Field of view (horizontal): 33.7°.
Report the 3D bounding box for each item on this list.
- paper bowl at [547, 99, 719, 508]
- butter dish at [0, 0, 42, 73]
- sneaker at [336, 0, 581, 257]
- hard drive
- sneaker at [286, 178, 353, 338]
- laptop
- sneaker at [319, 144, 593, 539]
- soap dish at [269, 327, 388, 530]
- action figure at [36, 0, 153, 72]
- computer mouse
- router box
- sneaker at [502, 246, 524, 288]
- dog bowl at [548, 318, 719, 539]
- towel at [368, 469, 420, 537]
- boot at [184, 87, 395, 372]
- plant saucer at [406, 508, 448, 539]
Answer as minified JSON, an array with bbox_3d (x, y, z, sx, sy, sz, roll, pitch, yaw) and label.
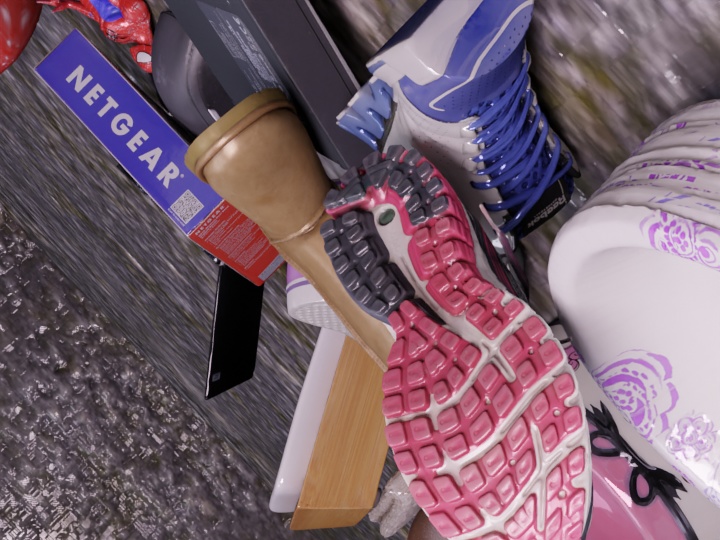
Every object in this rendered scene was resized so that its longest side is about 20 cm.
[{"bbox_3d":[0.174,0.023,0.430,0.200,0.104,0.201,41,163,15],"label":"paper bowl"},{"bbox_3d":[-0.334,-0.250,1.002,0.201,0.147,0.200,-88,-25,-48],"label":"butter dish"},{"bbox_3d":[0.061,-0.071,0.557,0.115,0.081,0.199,43,171,-2],"label":"sneaker"},{"bbox_3d":[-0.066,-0.140,0.717,0.140,0.033,0.200,56,170,-31],"label":"hard drive"},{"bbox_3d":[0.017,-0.007,0.846,0.072,0.115,0.200,-14,157,24],"label":"sneaker"},{"bbox_3d":[-0.159,0.006,1.122,0.200,0.103,0.177,44,-174,5],"label":"laptop"},{"bbox_3d":[0.051,0.033,0.498,0.075,0.080,0.201,36,-152,-47],"label":"sneaker"},{"bbox_3d":[-0.010,0.111,0.969,0.081,0.201,0.157,16,161,-1],"label":"soap dish"},{"bbox_3d":[-0.224,-0.230,0.929,0.200,0.052,0.065,43,160,1],"label":"action figure"},{"bbox_3d":[-0.099,-0.100,0.917,0.140,0.046,0.200,38,163,33],"label":"computer mouse"},{"bbox_3d":[-0.157,-0.089,0.985,0.200,0.049,0.179,46,180,18],"label":"router box"},{"bbox_3d":[0.073,0.039,0.789,0.075,0.084,0.201,49,144,26],"label":"sneaker"},{"bbox_3d":[0.158,0.131,0.747,0.200,0.074,0.200,47,161,21],"label":"dog bowl"},{"bbox_3d":[0.068,0.158,0.972,0.034,0.132,0.200,46,165,12],"label":"towel"},{"bbox_3d":[0.000,0.000,0.665,0.200,0.066,0.175,50,-176,9],"label":"boot"},{"bbox_3d":[0.133,0.195,0.848,0.200,0.200,0.037,32,129,39],"label":"plant saucer"}]
